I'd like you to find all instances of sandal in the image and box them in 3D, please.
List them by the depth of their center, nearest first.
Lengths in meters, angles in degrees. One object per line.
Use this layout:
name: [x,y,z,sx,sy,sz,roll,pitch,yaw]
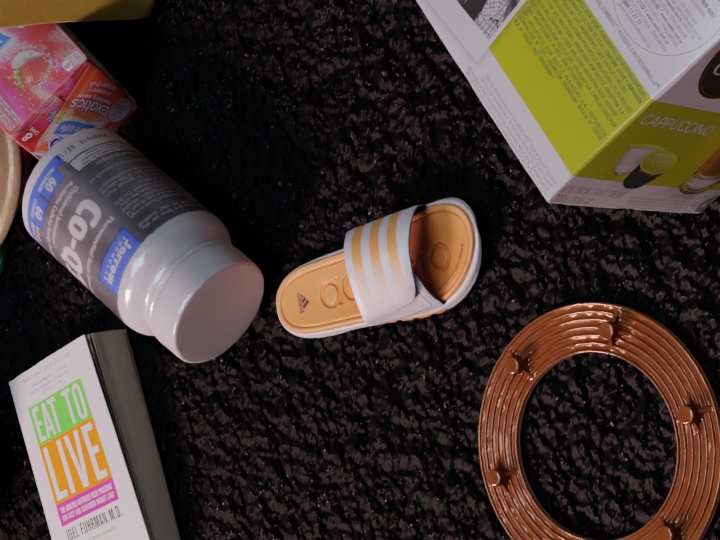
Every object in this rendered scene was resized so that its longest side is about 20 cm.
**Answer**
sandal: [0.002,0.008,1.361,0.205,0.059,0.080,-23,77,36]

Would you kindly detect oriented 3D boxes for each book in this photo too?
book: [-0.231,0.169,1.561,0.133,0.048,0.202,-28,75,39]

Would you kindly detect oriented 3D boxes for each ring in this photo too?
ring: [0.162,0.123,1.262,0.199,0.019,0.203,1,92,39]

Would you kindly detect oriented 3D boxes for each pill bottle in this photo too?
pill bottle: [-0.175,-0.020,1.466,0.200,0.113,0.115,38,113,31]

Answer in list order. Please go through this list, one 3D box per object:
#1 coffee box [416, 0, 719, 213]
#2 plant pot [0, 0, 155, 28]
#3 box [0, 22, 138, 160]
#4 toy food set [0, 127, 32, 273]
coffee box: [0.182,-0.177,1.127,0.198,0.199,0.201,-44,65,30]
plant pot: [-0.245,-0.335,1.438,0.200,0.194,0.195,-50,62,43]
box: [-0.296,-0.186,1.550,0.095,0.100,0.200,-44,62,0]
toy food set: [-0.374,-0.093,1.664,0.200,0.048,0.199,42,115,30]
